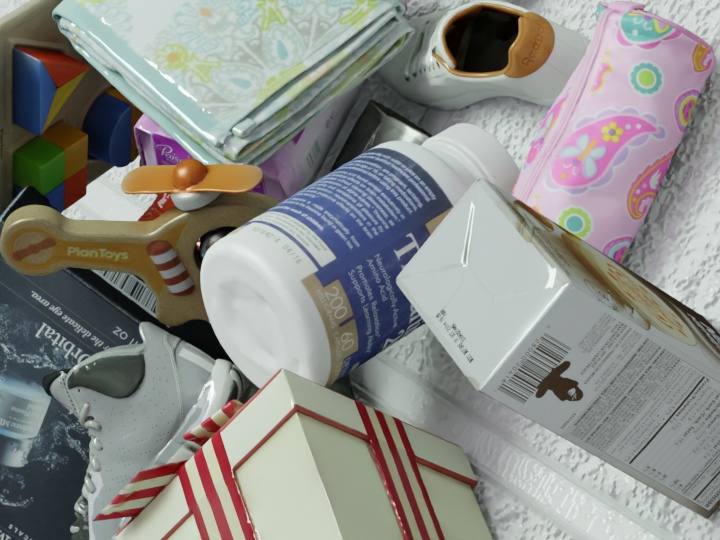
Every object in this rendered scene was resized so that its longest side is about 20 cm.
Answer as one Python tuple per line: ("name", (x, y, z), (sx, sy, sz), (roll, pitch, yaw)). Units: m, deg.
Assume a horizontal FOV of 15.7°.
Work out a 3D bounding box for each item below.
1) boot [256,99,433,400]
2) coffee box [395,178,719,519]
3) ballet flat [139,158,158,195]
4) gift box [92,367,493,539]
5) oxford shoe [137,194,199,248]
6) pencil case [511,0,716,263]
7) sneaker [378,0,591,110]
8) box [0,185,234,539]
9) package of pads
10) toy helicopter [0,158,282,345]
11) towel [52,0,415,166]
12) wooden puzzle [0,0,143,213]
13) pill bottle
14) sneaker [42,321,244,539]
("boot", (-0.001, -0.001, 1.733), (0.200, 0.072, 0.182), (-51, 38, 5))
("coffee box", (0.130, 0.045, 1.437), (0.080, 0.199, 0.115), (-50, 40, 12))
("ballet flat", (-0.100, -0.144, 1.931), (0.200, 0.068, 0.067), (-49, 17, 14))
("gift box", (-0.039, 0.187, 1.562), (0.200, 0.184, 0.187), (-40, 45, 20))
("oxford shoe", (-0.115, -0.037, 1.892), (0.071, 0.072, 0.201), (31, 109, 21))
("pencil case", (0.140, -0.063, 1.587), (0.087, 0.087, 0.201), (26, 87, 52))
("sneaker", (0.066, -0.153, 1.727), (0.199, 0.084, 0.073), (5, 73, 52))
("box", (-0.214, 0.087, 1.789), (0.200, 0.196, 0.117), (-53, 5, 12))
("package of pads", (-0.059, -0.139, 1.800), (0.120, 0.076, 0.201), (21, 64, 14))
("toy helicopter", (-0.130, -0.021, 1.669), (0.079, 0.198, 0.133), (-92, 7, -50))
("towel", (-0.086, -0.167, 1.747), (0.171, 0.048, 0.200), (-39, 59, -16))
("wooden puzzle", (-0.199, -0.123, 1.858), (0.046, 0.186, 0.200), (22, 40, 21))
("pill bottle", (0.008, -0.012, 1.620), (0.199, 0.112, 0.111), (-32, 26, -30))
("sneaker", (-0.171, 0.122, 1.704), (0.201, 0.115, 0.075), (-57, 1, 0))
